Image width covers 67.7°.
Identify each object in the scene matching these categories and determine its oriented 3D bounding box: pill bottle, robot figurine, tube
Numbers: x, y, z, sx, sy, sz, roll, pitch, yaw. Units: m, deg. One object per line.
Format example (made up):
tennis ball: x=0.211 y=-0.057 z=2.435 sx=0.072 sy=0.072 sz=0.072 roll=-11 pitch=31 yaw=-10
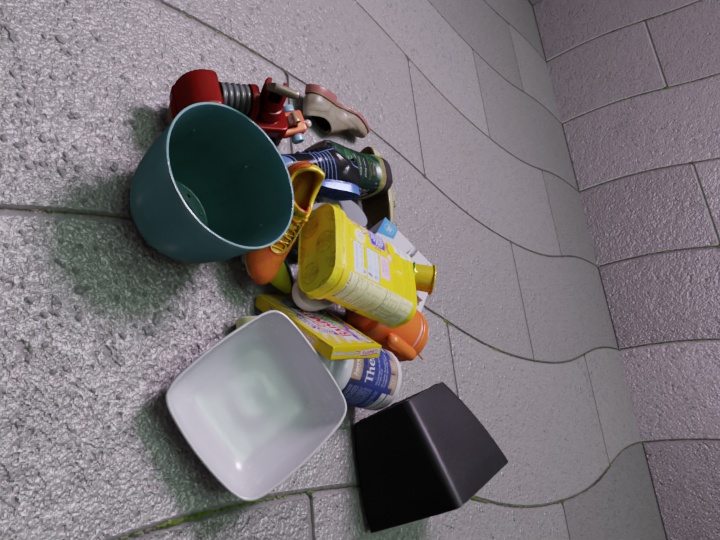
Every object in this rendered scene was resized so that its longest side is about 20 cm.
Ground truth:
pill bottle: x=-0.030 y=0.165 z=0.898 sx=0.199 sy=0.111 sz=0.112 roll=26 pitch=54 yaw=-43
robot figurine: x=0.054 y=0.101 z=1.034 sx=0.200 sy=0.143 sz=0.117 roll=39 pitch=67 yaw=-36
tube: x=-0.153 y=0.169 z=0.794 sx=0.052 sy=0.058 sz=0.202 roll=67 pitch=18 yaw=-76

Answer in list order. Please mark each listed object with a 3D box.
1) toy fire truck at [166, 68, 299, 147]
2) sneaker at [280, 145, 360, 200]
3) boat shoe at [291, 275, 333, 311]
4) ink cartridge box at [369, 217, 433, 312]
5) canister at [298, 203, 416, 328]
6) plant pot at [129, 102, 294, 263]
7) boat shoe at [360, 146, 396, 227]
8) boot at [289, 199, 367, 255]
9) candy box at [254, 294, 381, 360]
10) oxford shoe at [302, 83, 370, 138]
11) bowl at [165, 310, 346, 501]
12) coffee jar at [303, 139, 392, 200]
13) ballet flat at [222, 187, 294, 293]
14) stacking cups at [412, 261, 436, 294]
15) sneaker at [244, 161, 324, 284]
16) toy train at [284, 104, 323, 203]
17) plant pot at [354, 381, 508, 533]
toy fire truck: x=-0.177 y=-0.244 z=0.791 sx=0.175 sy=0.200 sz=0.130 roll=-3 pitch=66 yaw=-31
sneaker: x=-0.081 y=-0.177 z=0.914 sx=0.199 sy=0.070 sz=0.079 roll=10 pitch=72 yaw=-44
boat shoe: x=-0.074 y=0.024 z=0.920 sx=0.075 sy=0.092 sz=0.200 roll=58 pitch=35 yaw=-4
ink cartridge box: x=0.084 y=0.001 z=1.126 sx=0.200 sy=0.067 sz=0.116 roll=44 pitch=41 yaw=-13
canister: x=0.000 y=0.000 z=0.874 sx=0.199 sy=0.086 sz=0.149 roll=28 pitch=47 yaw=-40
plant pot: x=-0.219 y=-0.102 z=0.741 sx=0.200 sy=0.160 sz=0.202 roll=26 pitch=55 yaw=-44
boat shoe: x=0.045 y=-0.179 z=1.195 sx=0.063 sy=0.073 sz=0.202 roll=11 pitch=57 yaw=-48
boot: x=-0.067 y=-0.079 z=0.987 sx=0.074 sy=0.095 sz=0.200 roll=56 pitch=26 yaw=10
candy box: x=-0.069 y=0.084 z=0.830 sx=0.102 sy=0.199 sz=0.027 roll=4 pitch=107 yaw=-45
oxford shoe: x=-0.055 y=-0.321 z=1.153 sx=0.199 sy=0.070 sz=0.075 roll=21 pitch=85 yaw=-48
bowl: x=-0.142 y=0.180 z=0.732 sx=0.200 sy=0.075 sz=0.200 roll=-38 pitch=98 yaw=-25
coffee jar: x=-0.025 y=-0.196 z=1.083 sx=0.199 sy=0.104 sz=0.086 roll=1 pitch=76 yaw=-51
ballet flat: x=-0.170 y=-0.048 z=0.867 sx=0.067 sy=0.067 sz=0.201 roll=-23 pitch=101 yaw=-31
stacking cups: x=0.043 y=0.003 z=1.025 sx=0.198 sy=0.061 sz=0.061 roll=9 pitch=58 yaw=-4
sneaker: x=-0.119 y=-0.073 z=0.808 sx=0.073 sy=0.077 sz=0.201 roll=20 pitch=93 yaw=-33
toy train: x=-0.130 y=-0.198 z=0.948 sx=0.149 sy=0.056 sz=0.201 roll=-15 pitch=87 yaw=-28
plant pot: x=0.105 y=0.314 z=0.947 sx=0.199 sy=0.200 sz=0.178 roll=-8 pitch=70 yaw=-53
